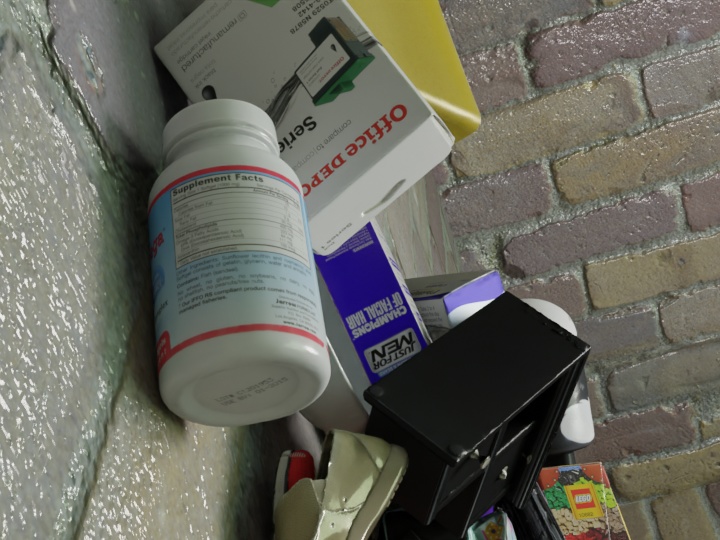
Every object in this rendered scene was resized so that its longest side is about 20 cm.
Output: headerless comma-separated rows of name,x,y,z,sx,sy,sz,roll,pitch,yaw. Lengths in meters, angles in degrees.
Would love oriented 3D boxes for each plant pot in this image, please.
plant pot,-0.037,-0.191,1.045,0.176,0.199,0.202,10,57,-55

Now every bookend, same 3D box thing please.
bookend,0.079,0.152,0.931,0.199,0.092,0.201,-29,143,-44

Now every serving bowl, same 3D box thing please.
serving bowl,-0.051,0.051,0.927,0.200,0.065,0.202,-90,154,-80

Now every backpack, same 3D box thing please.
backpack,0.085,0.309,1.079,0.200,0.151,0.179,95,-12,-79

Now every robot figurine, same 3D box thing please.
robot figurine,0.181,0.132,1.202,0.150,0.123,0.203,-16,-98,63

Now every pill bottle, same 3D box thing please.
pill bottle,-0.085,-0.009,0.740,0.109,0.107,0.202,59,18,-57

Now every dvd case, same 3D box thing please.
dvd case,0.163,0.303,1.128,0.149,0.016,0.202,-114,-154,-52

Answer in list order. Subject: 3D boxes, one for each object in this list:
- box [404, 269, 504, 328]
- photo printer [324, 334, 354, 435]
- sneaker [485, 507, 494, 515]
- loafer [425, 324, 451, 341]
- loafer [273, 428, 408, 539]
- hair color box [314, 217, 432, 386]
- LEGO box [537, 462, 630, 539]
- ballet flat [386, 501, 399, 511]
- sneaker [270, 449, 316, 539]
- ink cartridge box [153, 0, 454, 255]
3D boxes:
box,0.099,0.113,1.335,0.104,0.183,0.203,-24,101,-37
photo printer,0.007,0.089,1.141,0.201,0.068,0.168,-69,147,-59
sneaker,0.095,0.241,1.195,0.069,0.100,0.201,13,-38,52
loafer,0.079,0.134,1.115,0.073,0.071,0.202,70,21,-48
loafer,-0.034,0.187,0.769,0.200,0.068,0.076,-55,173,-47
hair color box,0.000,0.000,0.980,0.202,0.064,0.109,64,3,9
LEGO box,0.207,0.315,1.145,0.201,0.076,0.150,104,-22,-48
ballet flat,0.066,0.296,1.254,0.067,0.063,0.203,-55,129,-79
sneaker,-0.012,0.227,0.849,0.077,0.084,0.203,-38,112,-80
ink cartridge box,-0.043,-0.136,0.877,0.201,0.146,0.084,52,7,17
